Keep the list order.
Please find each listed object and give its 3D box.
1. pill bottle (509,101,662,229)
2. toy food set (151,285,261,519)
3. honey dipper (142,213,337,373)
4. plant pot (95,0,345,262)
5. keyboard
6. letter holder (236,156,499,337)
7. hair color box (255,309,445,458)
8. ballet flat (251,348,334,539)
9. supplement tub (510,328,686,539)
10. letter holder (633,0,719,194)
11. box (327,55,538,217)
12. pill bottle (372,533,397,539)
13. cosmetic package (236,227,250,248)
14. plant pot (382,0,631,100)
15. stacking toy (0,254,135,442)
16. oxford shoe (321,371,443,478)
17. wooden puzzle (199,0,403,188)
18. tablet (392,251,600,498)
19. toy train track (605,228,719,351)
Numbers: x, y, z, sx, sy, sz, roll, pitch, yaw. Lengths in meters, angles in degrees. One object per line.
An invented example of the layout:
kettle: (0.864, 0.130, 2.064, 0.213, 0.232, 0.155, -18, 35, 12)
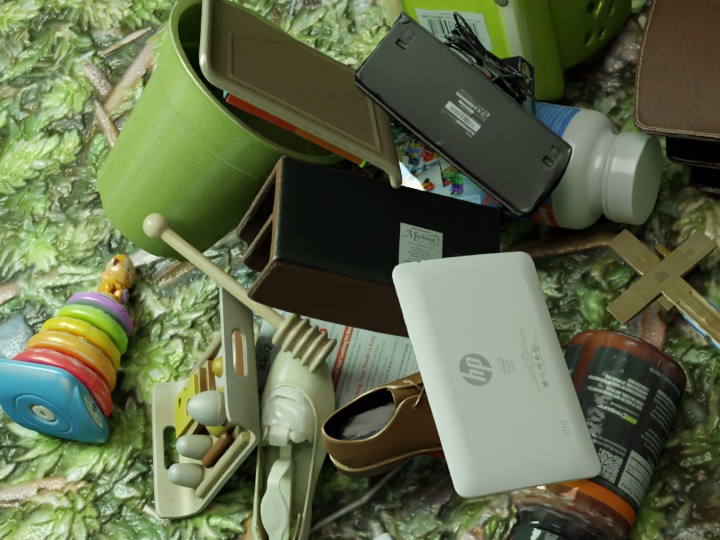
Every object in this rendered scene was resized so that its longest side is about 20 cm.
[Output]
pill bottle: (0.170, -0.099, 1.477, 0.200, 0.112, 0.112, 12, 67, 28)
toy food set: (-0.149, 0.120, 1.450, 0.060, 0.200, 0.144, 10, 54, -24)
honey dipper: (-0.110, 0.017, 1.390, 0.200, 0.038, 0.038, 36, 78, 6)
plant pot: (-0.139, -0.111, 1.445, 0.190, 0.200, 0.200, -46, 50, 30)
keyboard: (0.099, -0.142, 1.382, 0.200, 0.040, 0.104, 41, 96, 8)
letter holder: (0.000, 0.000, 1.375, 0.200, 0.142, 0.101, 13, 59, -18)
hair color box: (-0.002, 0.100, 1.461, 0.200, 0.064, 0.111, 6, 65, 22)
ballet flat: (-0.064, 0.163, 1.398, 0.069, 0.069, 0.200, 7, 96, 25)
supplement tub: (0.191, 0.156, 1.327, 0.107, 0.107, 0.200, 15, 69, 28)
letter holder: (0.327, -0.180, 1.455, 0.142, 0.101, 0.200, 9, 65, 14)
box: (0.060, -0.110, 1.447, 0.200, 0.038, 0.137, -7, 77, 26)
pill bottle: (-0.026, 0.317, 1.317, 0.200, 0.111, 0.111, -36, 55, 0)
cosmetic package: (-0.081, -0.049, 1.553, 0.071, 0.105, 0.200, -35, 54, 1)
plant pot: (0.128, -0.280, 1.521, 0.200, 0.199, 0.182, 13, 52, 29)
stacking toy: (-0.268, 0.064, 1.577, 0.110, 0.116, 0.200, 6, 51, 24)
oxford shoe: (0.060, 0.113, 1.353, 0.200, 0.071, 0.071, -27, 56, 2)
wooden puzzle: (-0.055, -0.154, 1.348, 0.037, 0.200, 0.185, -52, 20, 21)
tablet: (0.108, 0.079, 1.274, 0.130, 0.014, 0.200, -6, 65, -24)
toy train track: (0.294, 0.039, 1.402, 0.115, 0.033, 0.200, -38, 61, -11)
